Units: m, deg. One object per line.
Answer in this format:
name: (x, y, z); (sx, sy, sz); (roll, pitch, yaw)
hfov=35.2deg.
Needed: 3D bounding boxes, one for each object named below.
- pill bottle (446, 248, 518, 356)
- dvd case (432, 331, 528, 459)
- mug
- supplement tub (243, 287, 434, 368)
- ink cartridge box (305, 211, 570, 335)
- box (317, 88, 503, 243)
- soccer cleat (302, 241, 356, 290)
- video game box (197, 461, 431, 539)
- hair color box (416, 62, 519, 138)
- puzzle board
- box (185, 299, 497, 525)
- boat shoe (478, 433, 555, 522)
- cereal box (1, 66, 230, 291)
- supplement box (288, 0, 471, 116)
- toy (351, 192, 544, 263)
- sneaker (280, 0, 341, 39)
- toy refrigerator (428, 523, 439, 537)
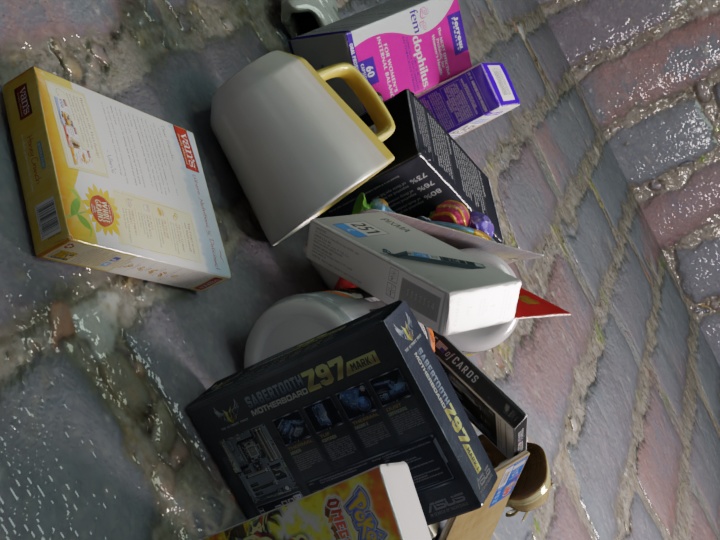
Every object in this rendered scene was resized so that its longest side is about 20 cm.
pill bottle: (0.108, 0.042, 1.270); (0.200, 0.108, 0.110); (127, -60, -80)
dvd case: (0.096, 0.108, 1.185); (0.200, 0.025, 0.151); (43, -11, 21)
mug: (-0.065, -0.132, 1.130); (0.154, 0.149, 0.187); (54, 19, -2)
supplement tub: (-0.010, 0.078, 1.042); (0.200, 0.122, 0.123); (-4, 70, -66)
ink cartridge box: (0.075, -0.005, 1.069); (0.175, 0.199, 0.045); (-7, 115, -40)
box: (0.051, -0.087, 1.306); (0.200, 0.147, 0.105); (41, 31, -45)
soccer cleat: (0.000, 0.000, 1.216); (0.085, 0.069, 0.200); (41, 9, 17)
video game box: (-0.020, 0.255, 0.768); (0.047, 0.181, 0.202); (13, 55, -61)
hair color box: (0.090, -0.187, 1.419); (0.065, 0.199, 0.109); (66, 23, 0)
puzzle board: (0.103, 0.257, 1.112); (0.017, 0.152, 0.200); (26, 12, 21)
box: (-0.017, 0.132, 0.874); (0.159, 0.199, 0.051); (61, 28, -7)
boat shoe: (0.178, 0.234, 1.289); (0.200, 0.073, 0.063); (-112, 179, -79)
cereal box: (-0.189, -0.066, 0.907); (0.200, 0.039, 0.145); (19, 50, -60)
supplement box: (0.027, -0.258, 1.355); (0.199, 0.103, 0.102); (-32, 115, -39)
toy: (0.087, -0.050, 1.219); (0.198, 0.115, 0.048); (11, 82, -17)
sneaker: (-0.037, -0.269, 1.410); (0.200, 0.078, 0.100); (45, 37, -24)
toy refrigerator: (0.047, 0.191, 1.109); (0.070, 0.076, 0.200); (59, 23, -12)
